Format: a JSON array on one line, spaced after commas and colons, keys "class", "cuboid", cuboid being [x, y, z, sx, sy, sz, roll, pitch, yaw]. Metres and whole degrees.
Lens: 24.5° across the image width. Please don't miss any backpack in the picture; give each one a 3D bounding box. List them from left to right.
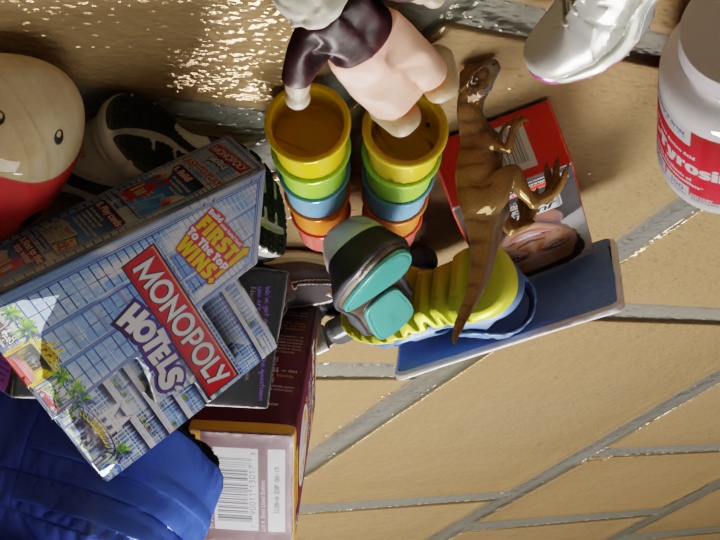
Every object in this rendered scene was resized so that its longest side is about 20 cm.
[{"class": "backpack", "cuboid": [-0.208, 0.175, 1.217, 0.198, 0.169, 0.163, 6, 159, 19]}]

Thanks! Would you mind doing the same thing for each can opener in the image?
[{"class": "can opener", "cuboid": [-0.021, 0.037, 1.461, 0.199, 0.053, 0.066, -23, 158, 13]}]

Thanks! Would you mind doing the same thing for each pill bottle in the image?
[{"class": "pill bottle", "cuboid": [0.274, -0.127, 1.214, 0.111, 0.113, 0.200, -18, 158, 3]}]

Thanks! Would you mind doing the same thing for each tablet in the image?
[{"class": "tablet", "cuboid": [0.125, 0.033, 1.404, 0.199, 0.014, 0.130, -19, -157, 14]}]

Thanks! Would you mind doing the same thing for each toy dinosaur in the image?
[{"class": "toy dinosaur", "cuboid": [0.092, -0.046, 1.190, 0.106, 0.202, 0.060, 2, 175, -33]}]

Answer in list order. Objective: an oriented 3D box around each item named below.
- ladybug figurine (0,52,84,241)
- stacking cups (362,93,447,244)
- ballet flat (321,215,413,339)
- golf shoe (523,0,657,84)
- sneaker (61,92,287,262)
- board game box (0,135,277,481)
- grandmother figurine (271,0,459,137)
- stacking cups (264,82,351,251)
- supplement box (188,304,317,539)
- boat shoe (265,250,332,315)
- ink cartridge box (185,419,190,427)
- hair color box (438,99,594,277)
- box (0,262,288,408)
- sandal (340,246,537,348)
[{"class": "ladybug figurine", "cuboid": [-0.247, -0.059, 1.030, 0.135, 0.072, 0.200, 11, 146, -36]}, {"class": "stacking cups", "cuboid": [0.031, -0.066, 1.241, 0.060, 0.061, 0.200, -15, 161, -5]}, {"class": "ballet flat", "cuboid": [0.000, 0.000, 1.245, 0.073, 0.074, 0.200, -17, 164, 0]}, {"class": "golf shoe", "cuboid": [0.161, -0.194, 1.052, 0.091, 0.076, 0.200, 19, 138, -32]}, {"class": "sneaker", "cuboid": [-0.128, -0.056, 1.140, 0.080, 0.074, 0.200, -23, 144, 31]}, {"class": "board game box", "cuboid": [-0.130, 0.019, 1.069, 0.199, 0.062, 0.201, -38, 130, -9]}, {"class": "grandmother figurine", "cuboid": [-0.004, -0.148, 1.043, 0.121, 0.061, 0.200, -47, 152, 0]}, {"class": "stacking cups", "cuboid": [-0.030, -0.070, 1.211, 0.060, 0.061, 0.200, -17, 162, -1]}, {"class": "supplement box", "cuboid": [-0.086, 0.121, 1.372, 0.085, 0.200, 0.111, 3, 120, 2]}, {"class": "boat shoe", "cuboid": [-0.094, 0.025, 1.363, 0.199, 0.065, 0.072, 0, 149, -40]}, {"class": "ink cartridge box", "cuboid": [-0.218, 0.153, 1.356, 0.163, 0.202, 0.075, -6, 163, 15]}, {"class": "hair color box", "cuboid": [0.127, -0.056, 1.342, 0.101, 0.062, 0.200, -21, 158, 6]}, {"class": "box", "cuboid": [-0.169, 0.032, 1.184, 0.199, 0.107, 0.122, 6, -174, -33]}, {"class": "sandal", "cuboid": [0.066, 0.029, 1.364, 0.199, 0.080, 0.087, -3, 163, 44]}]
